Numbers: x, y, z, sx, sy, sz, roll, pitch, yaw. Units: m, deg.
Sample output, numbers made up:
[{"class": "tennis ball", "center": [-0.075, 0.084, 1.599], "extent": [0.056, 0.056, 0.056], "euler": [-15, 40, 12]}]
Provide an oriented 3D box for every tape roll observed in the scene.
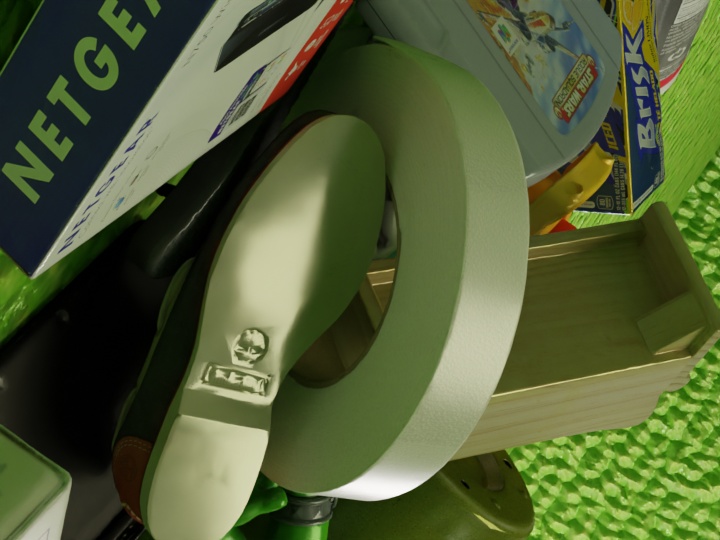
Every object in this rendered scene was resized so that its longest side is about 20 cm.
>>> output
[{"class": "tape roll", "center": [0.000, 0.000, 0.821], "extent": [0.037, 0.203, 0.204], "euler": [12, 117, -33]}]

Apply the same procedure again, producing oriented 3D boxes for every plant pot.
[{"class": "plant pot", "center": [-0.010, 0.157, 1.046], "extent": [0.193, 0.201, 0.200], "euler": [-43, 172, 16]}]

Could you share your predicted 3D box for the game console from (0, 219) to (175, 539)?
[{"class": "game console", "center": [-0.160, 0.096, 0.847], "extent": [0.175, 0.117, 0.200], "euler": [-25, -163, 49]}]

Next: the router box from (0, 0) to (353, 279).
[{"class": "router box", "center": [-0.040, -0.108, 0.638], "extent": [0.200, 0.049, 0.179], "euler": [-49, 176, 40]}]

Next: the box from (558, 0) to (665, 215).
[{"class": "box", "center": [0.141, -0.139, 1.129], "extent": [0.064, 0.070, 0.202], "euler": [-38, 127, -53]}]

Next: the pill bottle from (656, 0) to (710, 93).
[{"class": "pill bottle", "center": [0.192, -0.213, 1.261], "extent": [0.111, 0.110, 0.201], "euler": [-51, 166, -30]}]

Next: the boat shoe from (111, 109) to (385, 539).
[{"class": "boat shoe", "center": [-0.053, 0.020, 0.791], "extent": [0.063, 0.071, 0.201], "euler": [38, -73, 58]}]

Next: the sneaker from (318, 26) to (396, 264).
[{"class": "sneaker", "center": [-0.012, -0.020, 0.946], "extent": [0.075, 0.089, 0.201], "euler": [-15, 138, -33]}]

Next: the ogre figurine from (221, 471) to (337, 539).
[{"class": "ogre figurine", "center": [-0.077, 0.174, 0.898], "extent": [0.201, 0.097, 0.121], "euler": [-59, 142, -43]}]

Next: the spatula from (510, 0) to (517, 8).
[{"class": "spatula", "center": [0.057, -0.201, 0.842], "extent": [0.201, 0.020, 0.057], "euler": [65, 18, -52]}]

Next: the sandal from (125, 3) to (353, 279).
[{"class": "sandal", "center": [-0.052, -0.080, 0.807], "extent": [0.201, 0.043, 0.076], "euler": [-61, 178, -25]}]

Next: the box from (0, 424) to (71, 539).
[{"class": "box", "center": [-0.186, 0.135, 0.621], "extent": [0.128, 0.109, 0.201], "euler": [-47, 163, -41]}]

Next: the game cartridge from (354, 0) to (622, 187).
[{"class": "game cartridge", "center": [0.074, -0.119, 0.939], "extent": [0.041, 0.133, 0.200], "euler": [-34, -169, 33]}]

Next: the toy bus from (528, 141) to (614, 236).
[{"class": "toy bus", "center": [0.075, -0.040, 1.038], "extent": [0.136, 0.191, 0.201], "euler": [-38, 156, -54]}]

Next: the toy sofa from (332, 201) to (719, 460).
[{"class": "toy sofa", "center": [0.073, 0.035, 0.931], "extent": [0.198, 0.083, 0.098], "euler": [-9, 151, -25]}]
